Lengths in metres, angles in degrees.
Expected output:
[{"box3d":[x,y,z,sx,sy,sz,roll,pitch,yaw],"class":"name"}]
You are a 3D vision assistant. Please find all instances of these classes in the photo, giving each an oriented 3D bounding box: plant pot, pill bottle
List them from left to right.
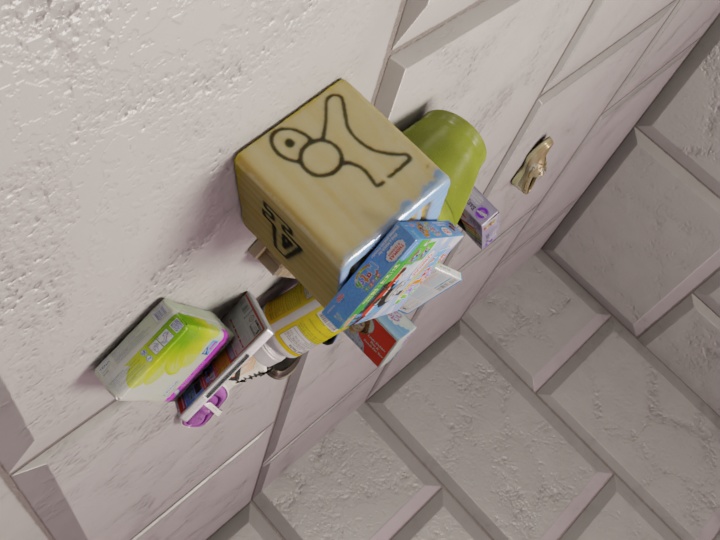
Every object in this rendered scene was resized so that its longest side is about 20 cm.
[{"box3d":[-0.108,0.088,1.400,0.200,0.115,0.114,-30,170,15],"class":"pill bottle"},{"box3d":[0.106,-0.156,1.272,0.193,0.200,0.200,-52,169,-21],"class":"plant pot"}]

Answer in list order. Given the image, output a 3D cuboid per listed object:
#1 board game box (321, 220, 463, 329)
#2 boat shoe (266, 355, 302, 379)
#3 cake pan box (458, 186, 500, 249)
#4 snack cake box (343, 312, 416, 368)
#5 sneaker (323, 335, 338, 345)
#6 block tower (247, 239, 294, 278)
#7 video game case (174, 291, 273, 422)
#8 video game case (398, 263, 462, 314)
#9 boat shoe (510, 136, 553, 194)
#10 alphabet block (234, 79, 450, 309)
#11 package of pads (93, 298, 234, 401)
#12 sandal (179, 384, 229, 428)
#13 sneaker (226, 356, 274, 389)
[{"box3d":[0.048,0.001,1.003,0.151,0.037,0.200,-50,166,19],"class":"board game box"},{"box3d":[-0.141,0.146,1.601,0.073,0.074,0.200,-62,177,36],"class":"boat shoe"},{"box3d":[0.199,-0.140,1.542,0.052,0.184,0.200,-40,167,0],"class":"cake pan box"},{"box3d":[0.012,0.096,1.646,0.067,0.200,0.115,-32,161,-42],"class":"snack cake box"},{"box3d":[-0.071,0.092,1.552,0.200,0.078,0.089,70,26,-59],"class":"sneaker"},{"box3d":[-0.110,-0.024,1.267,0.054,0.058,0.200,-47,165,9],"class":"block tower"},{"box3d":[-0.233,0.137,1.263,0.200,0.143,0.017,-45,122,2],"class":"video game case"},{"box3d":[0.049,0.008,1.287,0.200,0.018,0.143,23,140,-32],"class":"video game case"},{"box3d":[0.497,-0.294,2.176,0.072,0.065,0.200,-34,162,-37],"class":"boat shoe"},{"box3d":[-0.027,-0.090,1.021,0.195,0.200,0.197,-38,164,-20],"class":"alphabet block"},{"box3d":[-0.291,0.126,1.159,0.155,0.068,0.200,-46,165,0],"class":"package of pads"},{"box3d":[-0.302,0.270,1.501,0.082,0.050,0.203,3,145,-20],"class":"sandal"},{"box3d":[-0.221,0.187,1.507,0.200,0.080,0.074,-47,168,16],"class":"sneaker"}]
